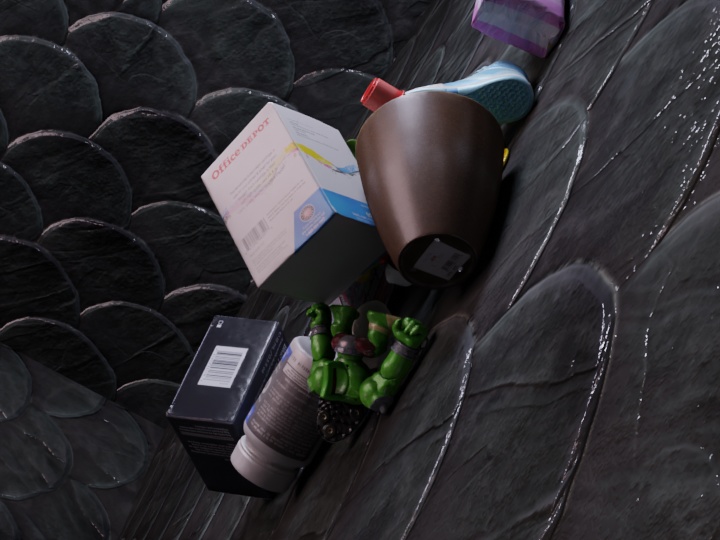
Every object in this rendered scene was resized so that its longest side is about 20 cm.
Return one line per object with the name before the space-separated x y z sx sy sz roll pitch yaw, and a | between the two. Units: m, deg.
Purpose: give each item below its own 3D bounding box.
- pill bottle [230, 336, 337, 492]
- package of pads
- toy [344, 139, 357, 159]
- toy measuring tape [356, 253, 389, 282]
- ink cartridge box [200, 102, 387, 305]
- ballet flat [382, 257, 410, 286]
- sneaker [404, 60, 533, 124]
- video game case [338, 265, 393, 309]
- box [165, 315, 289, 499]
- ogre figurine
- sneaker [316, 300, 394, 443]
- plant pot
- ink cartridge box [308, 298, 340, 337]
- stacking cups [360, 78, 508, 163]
pill bottle | -0.093 0.202 1.752 0.200 0.114 0.114 -59 9 11
package of pads | 0.228 -0.383 1.776 0.200 0.120 0.076 -74 10 -56
toy | 0.009 -0.164 1.774 0.115 0.047 0.200 -41 -7 11
toy measuring tape | 0.014 -0.070 1.692 0.074 0.073 0.200 134 152 -59
ink cartridge box | -0.078 -0.084 1.609 0.147 0.145 0.200 -43 57 22
ballet flat | 0.061 -0.018 1.740 0.200 0.068 0.068 -110 34 -72
sneaker | 0.140 -0.232 1.710 0.131 0.200 0.080 -63 -35 -66
video game case | 0.000 0.000 1.776 0.200 0.017 0.143 71 -150 -41
box | -0.178 0.208 1.909 0.200 0.117 0.197 71 -148 -44
ogre figurine | -0.005 0.107 1.550 0.098 0.200 0.120 26 -102 -61
sneaker | -0.002 0.137 1.636 0.073 0.072 0.200 74 -147 -61
plant pot | 0.088 -0.080 1.503 0.187 0.187 0.200 -54 26 39
ink cartridge box | -0.013 0.036 1.933 0.163 0.057 0.200 80 -147 -79
stacking cups | 0.093 -0.179 1.622 0.061 0.200 0.061 -58 11 19
